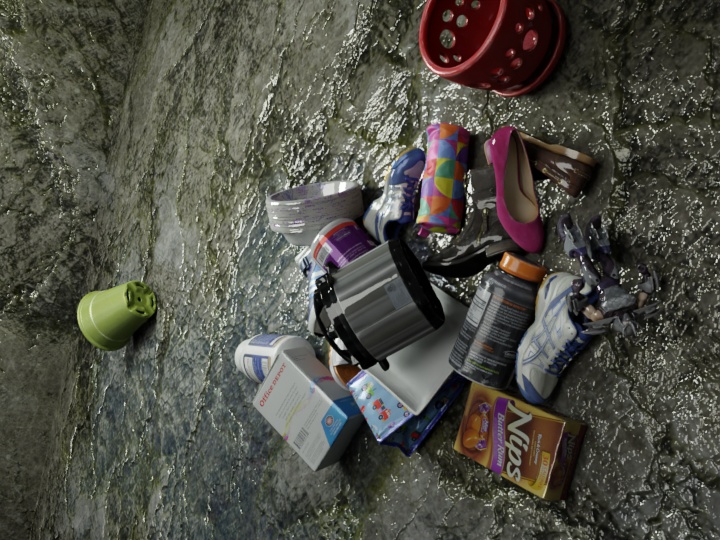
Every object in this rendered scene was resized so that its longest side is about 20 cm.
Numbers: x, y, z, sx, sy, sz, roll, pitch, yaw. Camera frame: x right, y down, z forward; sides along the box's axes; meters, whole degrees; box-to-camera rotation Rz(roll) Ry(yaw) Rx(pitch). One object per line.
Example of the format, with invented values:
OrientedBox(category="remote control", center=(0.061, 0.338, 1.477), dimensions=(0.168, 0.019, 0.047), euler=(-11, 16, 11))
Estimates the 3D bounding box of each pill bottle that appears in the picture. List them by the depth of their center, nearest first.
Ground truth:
OrientedBox(category="pill bottle", center=(0.221, 0.075, 1.261), dimensions=(0.106, 0.106, 0.201), euler=(36, 108, 52))
OrientedBox(category="pill bottle", center=(0.000, 0.000, 1.552), dimensions=(0.200, 0.112, 0.113), euler=(48, 119, 25))
OrientedBox(category="pill bottle", center=(-0.194, 0.197, 1.779), dimensions=(0.199, 0.110, 0.112), euler=(-2, 77, 53))

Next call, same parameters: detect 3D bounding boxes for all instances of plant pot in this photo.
OrientedBox(category="plant pot", center=(0.226, -0.391, 1.335), dimensions=(0.200, 0.181, 0.202), euler=(-22, 61, 48))
OrientedBox(category="plant pot", center=(-0.733, 0.122, 2.493), dimensions=(0.189, 0.199, 0.202), euler=(-27, 57, 31))

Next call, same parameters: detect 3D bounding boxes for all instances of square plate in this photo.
OrientedBox(category="square plate", center=(0.104, 0.128, 1.401), dimensions=(0.200, 0.028, 0.198), euler=(-48, 44, -7))

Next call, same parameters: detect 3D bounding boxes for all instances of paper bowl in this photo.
OrientedBox(category="paper bowl", center=(-0.090, -0.116, 1.671), dimensions=(0.200, 0.200, 0.105), euler=(10, 114, 54))

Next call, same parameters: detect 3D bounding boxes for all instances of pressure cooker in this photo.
OrientedBox(category="pressure cooker", center=(0.021, 0.059, 1.363), dimensions=(0.199, 0.179, 0.177), euler=(-30, 48, 10))

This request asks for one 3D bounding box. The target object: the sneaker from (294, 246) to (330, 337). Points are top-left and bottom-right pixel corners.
OrientedBox(category="sneaker", center=(-0.091, 0.026, 1.708), dimensions=(0.146, 0.080, 0.202), euler=(22, 93, 47))

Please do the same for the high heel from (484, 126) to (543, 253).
OrientedBox(category="high heel", center=(0.251, -0.124, 1.254), dimensions=(0.096, 0.067, 0.202), euler=(166, 88, -79))

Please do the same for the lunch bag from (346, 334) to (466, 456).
OrientedBox(category="lunch bag", center=(0.095, 0.198, 1.427), dimensions=(0.200, 0.094, 0.151), euler=(-48, 42, 11))

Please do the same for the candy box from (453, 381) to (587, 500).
OrientedBox(category="candy box", center=(0.237, 0.253, 1.226), dimensions=(0.199, 0.056, 0.118), euler=(18, 93, 53))

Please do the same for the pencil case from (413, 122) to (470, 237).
OrientedBox(category="pencil case", center=(0.147, -0.162, 1.457), dimensions=(0.088, 0.088, 0.202), euler=(-1, 77, 53))

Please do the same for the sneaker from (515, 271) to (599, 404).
OrientedBox(category="sneaker", center=(0.291, 0.103, 1.184), dimensions=(0.088, 0.075, 0.202), euler=(15, 92, 54))

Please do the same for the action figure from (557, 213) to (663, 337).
OrientedBox(category="action figure", center=(0.338, 0.011, 1.121), dimensions=(0.070, 0.129, 0.201), euler=(92, 166, -51))

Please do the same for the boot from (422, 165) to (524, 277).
OrientedBox(category="boot", center=(0.193, -0.088, 1.374), dimensions=(0.199, 0.069, 0.176), euler=(-15, 65, 27))

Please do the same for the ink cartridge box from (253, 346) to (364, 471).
OrientedBox(category="ink cartridge box", center=(-0.101, 0.269, 1.597), dimensions=(0.200, 0.084, 0.145), euler=(41, 114, 24))

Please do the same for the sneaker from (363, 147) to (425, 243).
OrientedBox(category="sneaker", center=(0.082, -0.136, 1.543), dimensions=(0.088, 0.075, 0.201), euler=(53, 130, 36))

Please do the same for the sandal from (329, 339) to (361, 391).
OrientedBox(category="sandal", center=(-0.017, 0.134, 1.587), dimensions=(0.059, 0.079, 0.208), euler=(-33, 52, 47))

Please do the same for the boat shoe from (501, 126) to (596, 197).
OrientedBox(category="boat shoe", center=(0.282, -0.175, 1.285), dimensions=(0.200, 0.070, 0.071), euler=(38, 109, 51))
